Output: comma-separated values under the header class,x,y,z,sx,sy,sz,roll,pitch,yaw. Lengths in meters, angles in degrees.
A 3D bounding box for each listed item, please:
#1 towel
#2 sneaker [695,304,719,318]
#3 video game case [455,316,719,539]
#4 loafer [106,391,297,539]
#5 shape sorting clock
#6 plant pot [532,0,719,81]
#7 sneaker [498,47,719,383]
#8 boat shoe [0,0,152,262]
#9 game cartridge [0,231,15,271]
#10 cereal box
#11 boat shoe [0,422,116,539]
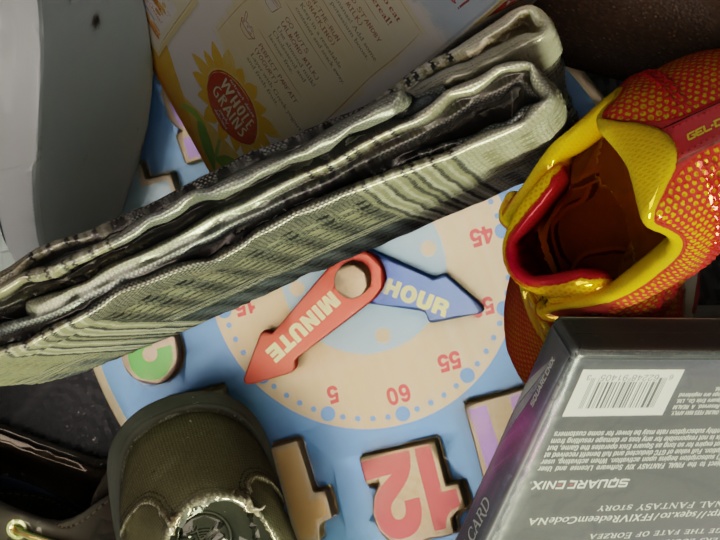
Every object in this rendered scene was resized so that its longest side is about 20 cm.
class,x,y,z,sx,sy,sz,roll,pitch,yaw
towel,-0.026,-0.017,0.741,0.192,0.200,0.035,-24,87,6
sneaker,0.098,0.087,0.871,0.200,0.070,0.109,-35,106,9
video game case,0.087,0.096,0.781,0.142,0.019,0.201,1,130,-28
loafer,-0.041,0.142,0.835,0.075,0.070,0.201,-16,107,-5
shape sorting clock,0.000,0.000,0.859,0.199,0.039,0.201,1,100,7
plant pot,0.110,-0.125,0.756,0.199,0.187,0.188,-2,109,22
sneaker,0.067,-0.011,0.746,0.077,0.200,0.073,-18,72,-18
boat shoe,-0.122,-0.092,0.790,0.090,0.071,0.201,16,130,23
game cartridge,-0.167,-0.059,0.838,0.132,0.042,0.201,-9,111,-20
cereal box,-0.022,-0.111,0.752,0.039,0.200,0.144,-27,86,-29
boat shoe,-0.094,0.093,0.895,0.200,0.072,0.061,13,113,5
